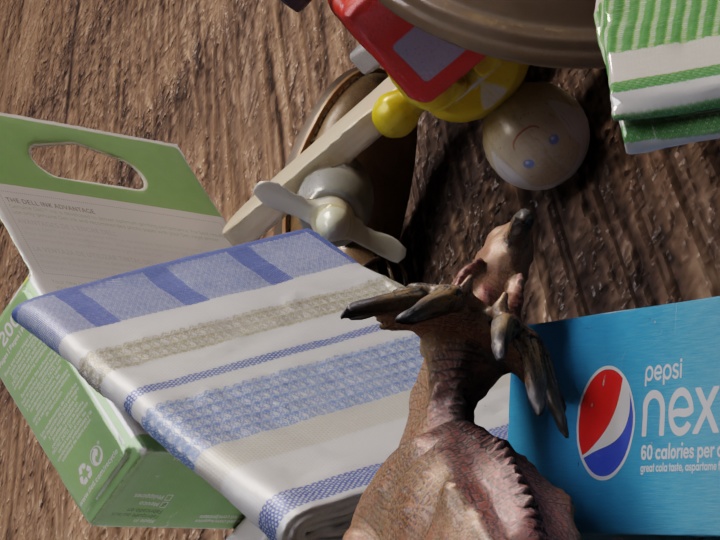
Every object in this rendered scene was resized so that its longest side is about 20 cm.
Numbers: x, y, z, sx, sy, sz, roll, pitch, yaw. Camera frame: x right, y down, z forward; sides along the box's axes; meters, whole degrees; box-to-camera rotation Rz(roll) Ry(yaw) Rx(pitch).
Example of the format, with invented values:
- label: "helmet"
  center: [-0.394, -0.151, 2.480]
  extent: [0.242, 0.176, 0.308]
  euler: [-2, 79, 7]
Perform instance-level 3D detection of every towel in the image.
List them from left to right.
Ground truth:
- label: "towel"
  center: [-0.020, 0.039, 0.845]
  extent: [0.200, 0.146, 0.024]
  euler: [32, 127, 48]
- label: "towel"
  center: [0.146, -0.111, 0.752]
  extent: [0.152, 0.023, 0.200]
  euler: [-10, 36, 9]

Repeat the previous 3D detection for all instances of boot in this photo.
- label: "boot"
  center: [0.000, 0.000, 1.051]
  extent: [0.075, 0.073, 0.201]
  euler: [-5, 65, 50]

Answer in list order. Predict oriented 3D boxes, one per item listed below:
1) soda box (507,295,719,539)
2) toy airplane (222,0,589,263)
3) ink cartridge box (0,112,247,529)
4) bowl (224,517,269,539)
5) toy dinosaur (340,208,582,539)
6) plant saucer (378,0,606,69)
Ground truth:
- label: "soda box"
  center: [0.115, 0.044, 0.658]
  extent: [0.200, 0.064, 0.068]
  euler: [168, 107, -64]
- label: "toy airplane"
  center: [0.044, -0.091, 0.976]
  extent: [0.199, 0.141, 0.200]
  euler: [-32, -12, -35]
- label: "ink cartridge box"
  center: [-0.093, 0.020, 0.971]
  extent: [0.048, 0.145, 0.200]
  euler: [-53, 54, 24]
- label: "bowl"
  center: [-0.054, 0.176, 0.852]
  extent: [0.200, 0.075, 0.200]
  euler: [-50, 8, 52]
- label: "toy dinosaur"
  center: [0.034, 0.074, 0.661]
  extent: [0.136, 0.086, 0.200]
  euler: [-63, 36, 25]
- label: "plant saucer"
  center: [0.082, -0.156, 0.866]
  extent: [0.030, 0.199, 0.201]
  euler: [87, -168, -51]
